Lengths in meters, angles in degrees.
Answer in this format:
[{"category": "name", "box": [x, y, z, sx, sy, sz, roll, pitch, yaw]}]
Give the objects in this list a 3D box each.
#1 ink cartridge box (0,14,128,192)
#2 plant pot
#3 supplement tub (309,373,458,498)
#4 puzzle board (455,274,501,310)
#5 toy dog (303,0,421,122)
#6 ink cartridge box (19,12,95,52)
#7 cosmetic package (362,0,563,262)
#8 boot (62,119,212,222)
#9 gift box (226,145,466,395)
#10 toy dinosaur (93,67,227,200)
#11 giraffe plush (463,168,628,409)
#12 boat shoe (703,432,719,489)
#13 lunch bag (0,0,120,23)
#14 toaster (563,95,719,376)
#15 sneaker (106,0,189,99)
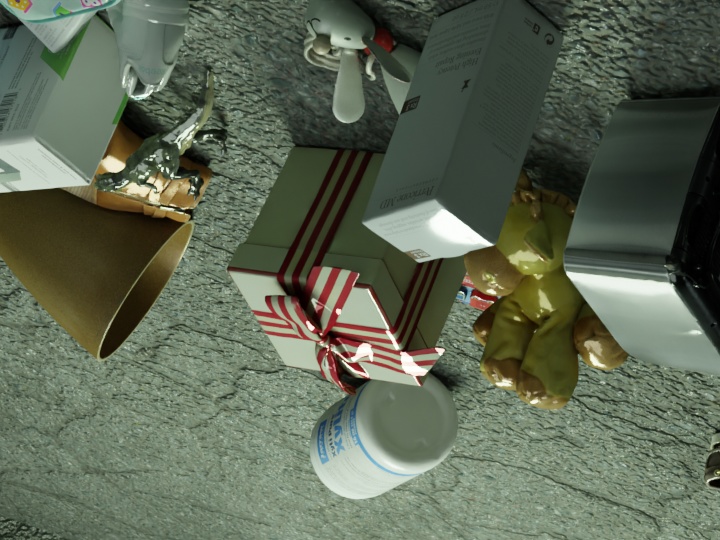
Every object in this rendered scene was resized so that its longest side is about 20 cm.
[{"category": "ink cartridge box", "box": [-0.325, -0.159, 1.754, 0.199, 0.146, 0.084, -2, 149, 42]}, {"category": "plant pot", "box": [-0.317, -0.031, 2.004, 0.199, 0.187, 0.187, 33, 156, 5]}, {"category": "supplement tub", "box": [0.027, 0.203, 2.233, 0.131, 0.133, 0.200, 27, 154, -12]}, {"category": "puzzle board", "box": [0.131, 0.008, 1.886, 0.199, 0.018, 0.151, 16, 155, 10]}, {"category": "toy dog", "box": [0.030, -0.147, 1.550, 0.199, 0.097, 0.132, 23, 155, -4]}, {"category": "ink cartridge box", "box": [-0.306, -0.301, 1.594, 0.200, 0.057, 0.162, 48, 151, -7]}, {"category": "cosmetic package", "box": [0.083, -0.114, 1.448, 0.074, 0.201, 0.101, 34, 152, -27]}, {"category": "boot", "box": [-0.226, -0.119, 1.865, 0.154, 0.074, 0.200, 18, 156, -10]}, {"category": "gift box", "box": [0.000, 0.000, 1.753, 0.199, 0.188, 0.185, 5, 145, 34]}, {"category": "toy dinosaur", "box": [-0.180, -0.118, 1.787, 0.088, 0.048, 0.200, 20, 132, -41]}, {"category": "giraffe plush", "box": [0.165, 0.000, 1.664, 0.172, 0.200, 0.162, 31, 165, 50]}, {"category": "boat shoe", "box": [0.484, 0.236, 2.017, 0.199, 0.060, 0.072, 14, 154, 15]}, {"category": "lunch bag", "box": [-0.254, -0.297, 1.441, 0.160, 0.077, 0.201, -7, 125, 38]}, {"category": "toaster", "box": [0.268, -0.033, 1.491, 0.118, 0.182, 0.200, 4, 151, 36]}, {"category": "sneaker", "box": [-0.188, -0.193, 1.571, 0.075, 0.089, 0.200, 6, -175, -8]}]
